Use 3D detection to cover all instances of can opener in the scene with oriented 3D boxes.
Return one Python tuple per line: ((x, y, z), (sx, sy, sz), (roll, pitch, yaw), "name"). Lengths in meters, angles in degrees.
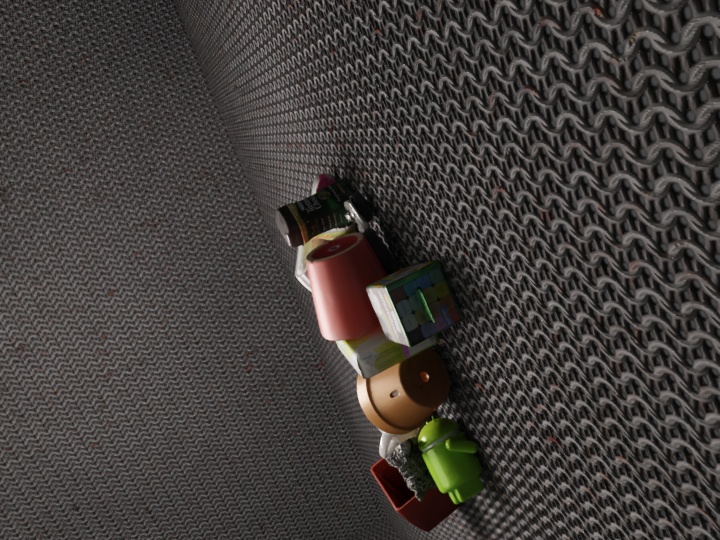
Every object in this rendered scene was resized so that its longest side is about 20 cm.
((0.032, -0.083, 1.450), (0.201, 0.067, 0.053), (54, 164, -7), "can opener")

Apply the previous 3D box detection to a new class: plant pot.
((0.110, 0.257, 1.450), (0.140, 0.198, 0.203), (-37, 77, 51), "plant pot")
((0.179, 0.622, 1.844), (0.178, 0.199, 0.200), (59, 171, -26), "plant pot")
((-0.026, 0.027, 1.413), (0.180, 0.198, 0.200), (68, 167, -17), "plant pot")

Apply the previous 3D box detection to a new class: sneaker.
((-0.102, -0.108, 1.652), (0.090, 0.196, 0.080), (60, -149, -67), "sneaker")
((-0.100, -0.192, 1.693), (0.089, 0.080, 0.201), (56, 164, 28), "sneaker")

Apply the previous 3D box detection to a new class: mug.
((0.100, 0.424, 1.779), (0.145, 0.202, 0.176), (16, 154, 18), "mug")

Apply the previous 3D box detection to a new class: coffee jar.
((-0.105, -0.136, 1.544), (0.105, 0.197, 0.086), (54, 164, 37), "coffee jar")

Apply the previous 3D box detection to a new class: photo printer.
((-0.097, -0.014, 1.729), (0.165, 0.069, 0.202), (34, -141, -32), "photo printer")

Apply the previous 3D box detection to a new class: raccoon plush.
((0.126, 0.487, 1.544), (0.135, 0.096, 0.200), (56, -174, 17), "raccoon plush")

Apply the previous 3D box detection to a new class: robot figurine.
((0.211, 0.442, 1.517), (0.202, 0.114, 0.176), (61, 161, 19), "robot figurine")

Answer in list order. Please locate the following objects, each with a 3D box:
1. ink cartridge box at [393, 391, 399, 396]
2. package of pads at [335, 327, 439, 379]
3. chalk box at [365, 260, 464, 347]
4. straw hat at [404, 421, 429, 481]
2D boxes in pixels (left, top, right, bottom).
((0.089, 0.279, 1.584), (0.118, 0.067, 0.199), (63, -154, 8), "ink cartridge box")
((0.057, 0.146, 1.405), (0.154, 0.197, 0.069), (39, 150, 62), "package of pads")
((0.108, 0.062, 1.226), (0.126, 0.122, 0.200), (67, 166, -5), "chalk box")
((0.188, 0.489, 1.722), (0.084, 0.203, 0.203), (16, 147, 16), "straw hat")
